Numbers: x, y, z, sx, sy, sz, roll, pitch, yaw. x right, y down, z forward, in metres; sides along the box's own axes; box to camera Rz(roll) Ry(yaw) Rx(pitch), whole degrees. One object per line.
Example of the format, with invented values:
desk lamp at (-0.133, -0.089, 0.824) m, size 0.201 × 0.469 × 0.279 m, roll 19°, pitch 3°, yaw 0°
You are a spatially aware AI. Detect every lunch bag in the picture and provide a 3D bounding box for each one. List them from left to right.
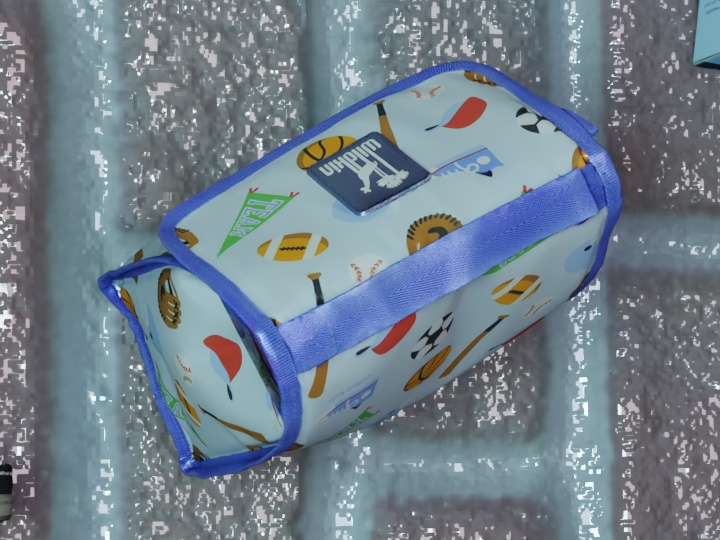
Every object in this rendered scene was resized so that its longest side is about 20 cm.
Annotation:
lunch bag at (0.000, 0.000, 0.962) m, size 0.169 × 0.200 × 0.125 m, roll -28°, pitch 95°, yaw -18°

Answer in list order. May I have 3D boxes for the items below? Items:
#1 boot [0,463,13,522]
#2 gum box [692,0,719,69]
boot at (-0.225, 0.019, 0.952) m, size 0.198 × 0.073 × 0.152 m, roll 14°, pitch 81°, yaw -12°
gum box at (0.256, -0.187, 1.149) m, size 0.169 × 0.045 × 0.202 m, roll 10°, pitch 81°, yaw -18°
